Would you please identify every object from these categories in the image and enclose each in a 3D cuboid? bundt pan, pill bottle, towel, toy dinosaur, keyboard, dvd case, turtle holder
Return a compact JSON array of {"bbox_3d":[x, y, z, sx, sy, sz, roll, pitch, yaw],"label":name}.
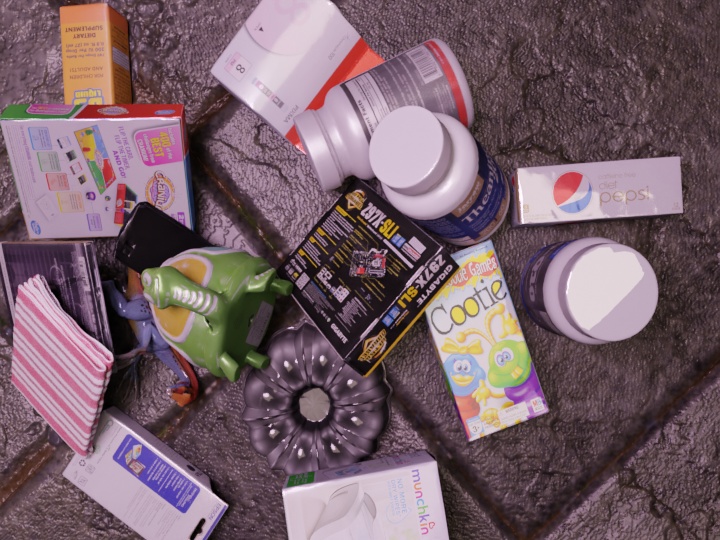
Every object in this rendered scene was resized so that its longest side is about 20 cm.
[{"bbox_3d":[-0.057,0.165,0.878,0.196,0.076,0.208,0,89,3],"label":"bundt pan"},{"bbox_3d":[0.026,-0.179,0.850,0.196,0.116,0.118,-26,89,-3],"label":"pill bottle"},{"bbox_3d":[-0.349,0.118,0.837,0.146,0.030,0.202,41,132,14],"label":"towel"},{"bbox_3d":[-0.254,0.071,0.876,0.179,0.105,0.203,34,85,-8],"label":"toy dinosaur"},{"bbox_3d":[-0.213,0.012,0.880,0.198,0.039,0.106,36,76,-21],"label":"keyboard"},{"bbox_3d":[0.251,0.022,0.805,0.110,0.200,0.117,0,89,2],"label":"pill bottle"},{"bbox_3d":[-0.364,0.041,0.851,0.196,0.016,0.153,1,104,36],"label":"dvd case"},{"bbox_3d":[-0.168,0.045,0.788,0.129,0.185,0.144,21,113,13],"label":"turtle holder"},{"bbox_3d":[0.087,-0.102,0.783,0.108,0.199,0.114,-6,77,26],"label":"pill bottle"}]

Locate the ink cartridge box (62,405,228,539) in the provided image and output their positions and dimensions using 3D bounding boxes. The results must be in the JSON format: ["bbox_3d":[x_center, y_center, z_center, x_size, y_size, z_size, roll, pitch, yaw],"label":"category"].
[{"bbox_3d":[-0.266,0.271,0.902,0.198,0.039,0.100,37,91,3],"label":"ink cartridge box"}]

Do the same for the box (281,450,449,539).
[{"bbox_3d":[0.013,0.320,0.792,0.171,0.097,0.206,-8,84,-3],"label":"box"}]

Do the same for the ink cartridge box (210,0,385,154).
[{"bbox_3d":[-0.063,-0.245,0.894,0.199,0.057,0.164,39,91,6],"label":"ink cartridge box"}]

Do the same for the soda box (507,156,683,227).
[{"bbox_3d":[0.282,-0.094,0.874,0.194,0.064,0.070,-4,90,2],"label":"soda box"}]

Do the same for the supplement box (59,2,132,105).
[{"bbox_3d":[-0.325,-0.218,0.892,0.065,0.069,0.206,-3,93,3],"label":"supplement box"}]

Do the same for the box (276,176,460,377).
[{"bbox_3d":[0.000,0.000,0.826,0.160,0.200,0.049,-47,131,1],"label":"box"}]

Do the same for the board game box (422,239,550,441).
[{"bbox_3d":[0.136,0.080,0.857,0.101,0.105,0.205,-19,89,2],"label":"board game box"}]

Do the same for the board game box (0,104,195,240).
[{"bbox_3d":[-0.299,-0.114,0.840,0.194,0.041,0.156,-2,124,-8],"label":"board game box"}]
